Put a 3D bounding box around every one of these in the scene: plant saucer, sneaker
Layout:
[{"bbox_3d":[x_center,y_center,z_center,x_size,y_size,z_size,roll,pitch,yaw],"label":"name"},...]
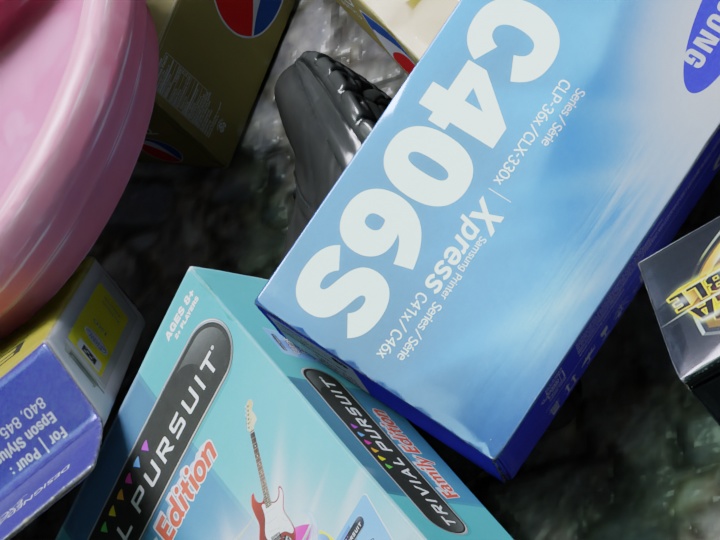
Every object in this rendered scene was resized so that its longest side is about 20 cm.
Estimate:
[{"bbox_3d":[-0.140,-0.047,0.981,0.200,0.051,0.201,-33,41,34],"label":"plant saucer"},{"bbox_3d":[0.000,0.000,0.937,0.091,0.076,0.200,-42,43,16],"label":"sneaker"}]

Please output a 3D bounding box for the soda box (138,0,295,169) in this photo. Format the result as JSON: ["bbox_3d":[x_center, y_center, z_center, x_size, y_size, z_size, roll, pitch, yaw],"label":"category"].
[{"bbox_3d":[-0.061,-0.143,1.077,0.068,0.064,0.201,5,65,38],"label":"soda box"}]

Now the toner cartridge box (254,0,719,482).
[{"bbox_3d":[0.062,-0.043,0.846,0.095,0.043,0.200,32,83,15],"label":"toner cartridge box"}]

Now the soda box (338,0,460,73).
[{"bbox_3d":[0.023,-0.116,0.958,0.068,0.064,0.200,-42,60,-1],"label":"soda box"}]

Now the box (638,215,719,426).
[{"bbox_3d":[0.188,0.026,0.693,0.159,0.200,0.046,-30,44,16],"label":"box"}]

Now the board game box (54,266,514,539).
[{"bbox_3d":[-0.025,0.116,0.856,0.200,0.047,0.151,46,116,44],"label":"board game box"}]

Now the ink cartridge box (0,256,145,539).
[{"bbox_3d":[-0.168,0.088,0.942,0.197,0.047,0.200,-39,6,7],"label":"ink cartridge box"}]
